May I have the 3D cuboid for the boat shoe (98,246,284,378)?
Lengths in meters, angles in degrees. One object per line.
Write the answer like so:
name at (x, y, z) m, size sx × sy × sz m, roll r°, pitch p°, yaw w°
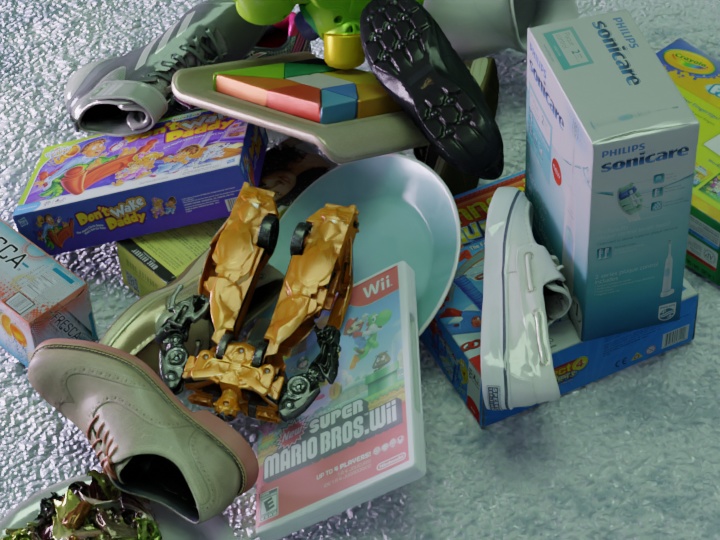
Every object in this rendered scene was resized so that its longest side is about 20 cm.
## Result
boat shoe at (-0.140, 0.052, 1.400) m, size 0.065 × 0.072 × 0.200 m, roll 32°, pitch 55°, yaw 24°

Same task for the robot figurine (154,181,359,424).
robot figurine at (-0.073, 0.032, 1.355) m, size 0.144 × 0.058 × 0.201 m, roll 12°, pitch 61°, yaw 12°

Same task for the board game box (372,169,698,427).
board game box at (0.139, 0.010, 1.438) m, size 0.199 × 0.056 × 0.196 m, roll -21°, pitch 47°, yaw -17°

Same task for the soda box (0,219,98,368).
soda box at (-0.306, 0.004, 1.461) m, size 0.199 × 0.069 × 0.063 m, roll 34°, pitch 54°, yaw 31°

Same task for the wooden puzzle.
wooden puzzle at (-0.032, -0.149, 1.499) m, size 0.199 × 0.038 × 0.184 m, roll 26°, pitch 27°, yaw 36°

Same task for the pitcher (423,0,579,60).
pitcher at (0.119, -0.240, 1.660) m, size 0.199 × 0.171 × 0.122 m, roll 17°, pitch 73°, yaw 44°

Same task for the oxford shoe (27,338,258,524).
oxford shoe at (-0.173, 0.115, 1.293) m, size 0.199 × 0.071 × 0.075 m, roll 27°, pitch 38°, yaw 18°

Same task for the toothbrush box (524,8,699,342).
toothbrush box at (0.185, -0.071, 1.335) m, size 0.085 × 0.201 × 0.147 m, roll -11°, pitch 45°, yaw -9°

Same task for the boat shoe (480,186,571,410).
boat shoe at (0.127, 0.017, 1.335) m, size 0.065 × 0.072 × 0.201 m, roll -2°, pitch 45°, yaw 11°

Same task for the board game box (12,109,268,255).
board game box at (-0.184, -0.079, 1.503) m, size 0.198 × 0.045 × 0.135 m, roll -12°, pitch 28°, yaw 9°

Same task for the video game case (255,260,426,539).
video game case at (-0.017, 0.096, 1.330) m, size 0.142 × 0.017 × 0.201 m, roll -26°, pitch 41°, yaw 23°

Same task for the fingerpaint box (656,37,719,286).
fingerpaint box at (0.296, -0.096, 1.526) m, size 0.166 × 0.074 × 0.200 m, roll -34°, pitch 52°, yaw -27°

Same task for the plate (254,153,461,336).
plate at (0.000, 0.000, 1.425) m, size 0.199 × 0.026 × 0.202 m, roll -17°, pitch 58°, yaw 29°

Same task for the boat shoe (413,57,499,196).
boat shoe at (0.075, -0.118, 1.570) m, size 0.065 × 0.072 × 0.202 m, roll 2°, pitch 44°, yaw 21°

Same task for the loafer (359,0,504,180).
loafer at (0.059, -0.151, 1.456) m, size 0.068 × 0.070 × 0.201 m, roll -34°, pitch 56°, yaw 6°

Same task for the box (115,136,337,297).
box at (-0.107, -0.038, 1.507) m, size 0.199 × 0.050 × 0.075 m, roll -35°, pitch 51°, yaw -28°

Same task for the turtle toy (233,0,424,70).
turtle toy at (-0.022, -0.254, 1.548) m, size 0.199 × 0.147 × 0.101 m, roll -10°, pitch 18°, yaw -38°

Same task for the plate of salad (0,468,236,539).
plate of salad at (-0.184, 0.214, 1.252) m, size 0.198 × 0.048 × 0.201 m, roll -2°, pitch 44°, yaw 2°

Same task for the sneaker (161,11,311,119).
sneaker at (-0.131, -0.176, 1.633) m, size 0.199 × 0.075 × 0.080 m, roll -34°, pitch 52°, yaw -27°

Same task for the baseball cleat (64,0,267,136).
baseball cleat at (-0.164, -0.171, 1.549) m, size 0.199 × 0.070 × 0.107 m, roll -28°, pitch 36°, yaw 3°
